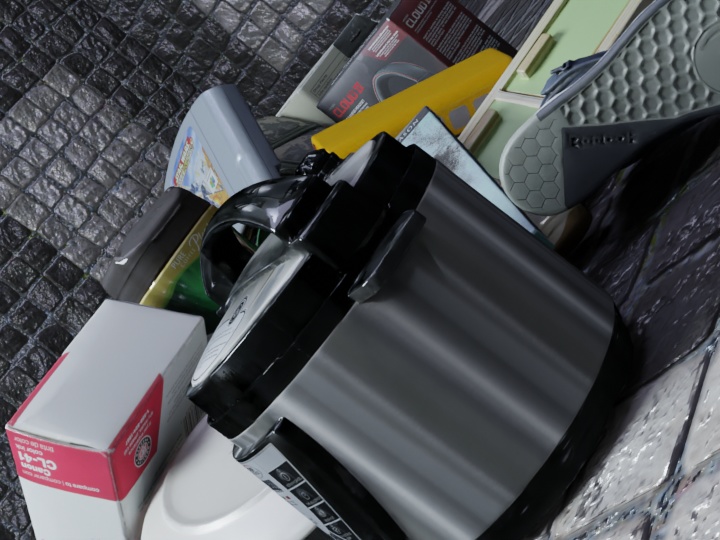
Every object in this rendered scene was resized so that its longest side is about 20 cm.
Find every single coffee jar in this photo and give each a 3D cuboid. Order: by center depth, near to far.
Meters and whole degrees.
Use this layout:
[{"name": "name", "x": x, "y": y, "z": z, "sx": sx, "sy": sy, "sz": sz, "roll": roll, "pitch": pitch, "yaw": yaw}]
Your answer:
[{"name": "coffee jar", "x": -0.095, "y": 0.027, "z": 1.005, "sx": 0.104, "sy": 0.200, "sz": 0.085, "roll": -58, "pitch": 6, "yaw": -36}]

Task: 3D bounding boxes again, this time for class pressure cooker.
[{"name": "pressure cooker", "x": 0.009, "y": 0.032, "z": 0.642, "sx": 0.176, "sy": 0.200, "sz": 0.179, "roll": -48, "pitch": 9, "yaw": 26}]

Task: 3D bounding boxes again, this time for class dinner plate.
[{"name": "dinner plate", "x": -0.067, "y": 0.114, "z": 0.817, "sx": 0.200, "sy": 0.024, "sz": 0.200, "roll": -32, "pitch": 26, "yaw": 17}]

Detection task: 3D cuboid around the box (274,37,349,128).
[{"name": "box", "x": 0.018, "y": -0.137, "z": 1.360, "sx": 0.095, "sy": 0.200, "sz": 0.078, "roll": -55, "pitch": 8, "yaw": -33}]

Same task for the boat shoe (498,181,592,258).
[{"name": "boat shoe", "x": 0.060, "y": 0.015, "z": 0.842, "sx": 0.200, "sy": 0.069, "sz": 0.074, "roll": -47, "pitch": -16, "yaw": 14}]

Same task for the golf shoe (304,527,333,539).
[{"name": "golf shoe", "x": -0.015, "y": 0.134, "z": 0.857, "sx": 0.094, "sy": 0.078, "sz": 0.200, "roll": -41, "pitch": 15, "yaw": 4}]

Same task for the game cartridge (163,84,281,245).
[{"name": "game cartridge", "x": -0.133, "y": -0.069, "z": 1.199, "sx": 0.041, "sy": 0.133, "sz": 0.200, "roll": -19, "pitch": -27, "yaw": -32}]

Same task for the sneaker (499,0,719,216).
[{"name": "sneaker", "x": 0.179, "y": -0.116, "z": 0.764, "sx": 0.202, "sy": 0.077, "sz": 0.146, "roll": -33, "pitch": 2, "yaw": 24}]

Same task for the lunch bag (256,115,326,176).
[{"name": "lunch bag", "x": -0.056, "y": -0.044, "z": 1.290, "sx": 0.139, "sy": 0.167, "sz": 0.201, "roll": -32, "pitch": -49, "yaw": -52}]

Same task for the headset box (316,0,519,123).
[{"name": "headset box", "x": 0.066, "y": -0.155, "z": 1.158, "sx": 0.149, "sy": 0.200, "sz": 0.075, "roll": -42, "pitch": 13, "yaw": 53}]

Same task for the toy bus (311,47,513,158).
[{"name": "toy bus", "x": 0.034, "y": -0.089, "z": 0.989, "sx": 0.199, "sy": 0.078, "sz": 0.065, "roll": -27, "pitch": 26, "yaw": -5}]

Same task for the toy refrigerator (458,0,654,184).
[{"name": "toy refrigerator", "x": 0.142, "y": -0.120, "z": 0.917, "sx": 0.076, "sy": 0.070, "sz": 0.200, "roll": 19, "pitch": 68, "yaw": 45}]

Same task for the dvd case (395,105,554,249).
[{"name": "dvd case", "x": 0.029, "y": -0.012, "z": 0.819, "sx": 0.146, "sy": 0.022, "sz": 0.200, "roll": -47, "pitch": 29, "yaw": 11}]

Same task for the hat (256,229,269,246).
[{"name": "hat", "x": 0.014, "y": 0.009, "z": 1.111, "sx": 0.166, "sy": 0.200, "sz": 0.176, "roll": -41, "pitch": 55, "yaw": 15}]

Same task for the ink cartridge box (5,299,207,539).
[{"name": "ink cartridge box", "x": -0.166, "y": 0.144, "z": 0.932, "sx": 0.148, "sy": 0.085, "sz": 0.201, "roll": -61, "pitch": -23, "yaw": -49}]
